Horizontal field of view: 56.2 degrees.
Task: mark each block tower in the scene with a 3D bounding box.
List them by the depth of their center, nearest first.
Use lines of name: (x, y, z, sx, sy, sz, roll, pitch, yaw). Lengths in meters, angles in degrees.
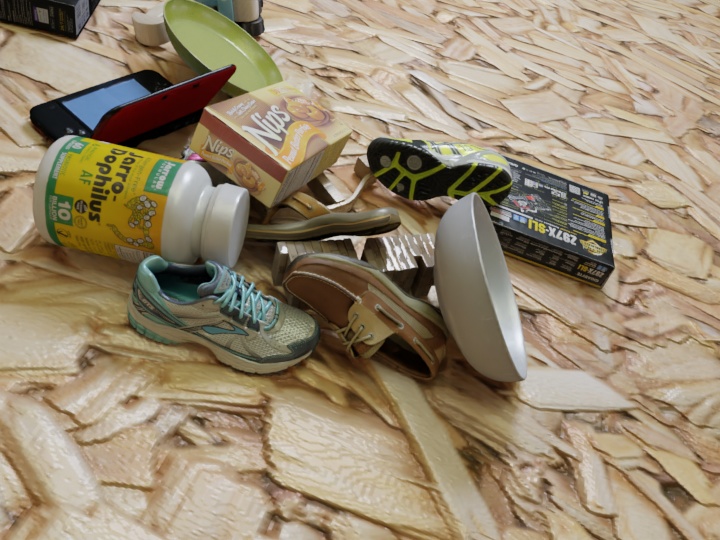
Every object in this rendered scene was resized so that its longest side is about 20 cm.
block tower: (0.000, 0.000, 0.773, 0.195, 0.055, 0.059, -4, 48, -22)

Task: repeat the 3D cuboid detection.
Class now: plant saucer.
plant saucer: (-0.200, -0.311, 0.973, 0.198, 0.031, 0.202, 32, 30, -21)

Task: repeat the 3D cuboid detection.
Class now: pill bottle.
pill bottle: (-0.220, -0.063, 0.698, 0.195, 0.114, 0.114, 13, 44, 1)

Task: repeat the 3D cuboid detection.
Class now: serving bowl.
serving bowl: (0.122, 0.024, 0.728, 0.064, 0.202, 0.203, -17, 42, 18)

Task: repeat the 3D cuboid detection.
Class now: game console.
game console: (-0.282, -0.222, 0.835, 0.171, 0.120, 0.199, 38, 46, 17)

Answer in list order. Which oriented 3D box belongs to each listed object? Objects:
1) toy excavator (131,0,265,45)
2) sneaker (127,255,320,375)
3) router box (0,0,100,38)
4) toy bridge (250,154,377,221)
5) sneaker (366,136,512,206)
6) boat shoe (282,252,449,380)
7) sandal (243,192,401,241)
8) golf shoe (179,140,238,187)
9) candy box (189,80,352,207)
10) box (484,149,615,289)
toy excavator: (-0.253, -0.424, 1.073, 0.194, 0.101, 0.198, -5, 49, -5)
sneaker: (-0.132, 0.040, 0.663, 0.195, 0.087, 0.079, 12, 45, -8)
router box: (-0.478, -0.439, 1.018, 0.153, 0.053, 0.203, 11, 45, -9)
toy bridge: (-0.044, -0.100, 0.872, 0.197, 0.028, 0.067, -23, 61, -36)
sneaker: (0.104, -0.138, 0.902, 0.195, 0.077, 0.077, 15, 36, 4)
boat shoe: (0.011, 0.051, 0.692, 0.197, 0.076, 0.075, 26, 52, -19)
sandal: (-0.052, -0.063, 0.765, 0.194, 0.080, 0.056, -6, 88, 10)
golf shoe: (-0.158, -0.127, 0.823, 0.091, 0.073, 0.201, 29, 44, 6)
candy box: (-0.098, -0.156, 0.797, 0.114, 0.056, 0.200, 35, 31, 4)
box: (0.253, -0.076, 0.943, 0.195, 0.050, 0.162, 19, 47, -2)
